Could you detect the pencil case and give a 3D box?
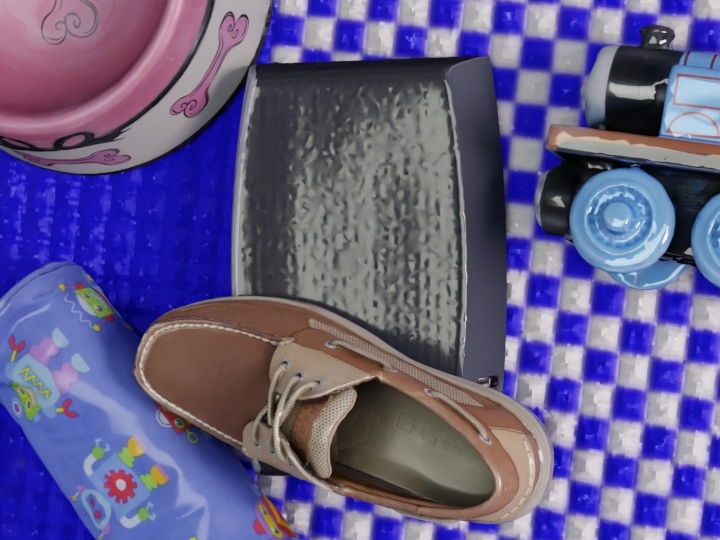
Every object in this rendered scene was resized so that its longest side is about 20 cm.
[{"bbox_3d":[-0.110,0.092,0.977,0.087,0.078,0.200,-44,79,22],"label":"pencil case"}]

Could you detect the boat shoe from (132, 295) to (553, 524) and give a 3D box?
[{"bbox_3d":[-0.013,0.061,0.903,0.199,0.072,0.076,15,98,16],"label":"boat shoe"}]

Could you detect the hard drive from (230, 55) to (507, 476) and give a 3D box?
[{"bbox_3d":[0.000,0.000,0.957,0.134,0.042,0.201,0,91,18],"label":"hard drive"}]

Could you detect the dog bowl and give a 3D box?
[{"bbox_3d":[-0.145,-0.147,0.985,0.199,0.074,0.201,0,91,19],"label":"dog bowl"}]

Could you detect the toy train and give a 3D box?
[{"bbox_3d":[0.176,-0.043,0.881,0.199,0.087,0.115,9,85,20],"label":"toy train"}]
